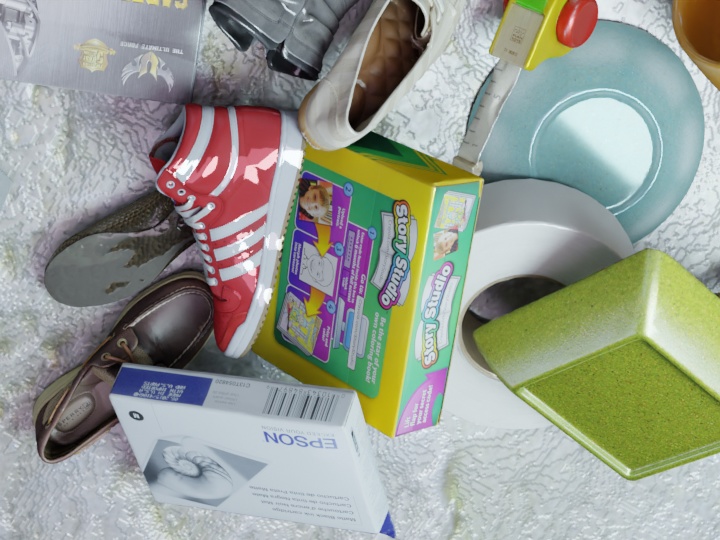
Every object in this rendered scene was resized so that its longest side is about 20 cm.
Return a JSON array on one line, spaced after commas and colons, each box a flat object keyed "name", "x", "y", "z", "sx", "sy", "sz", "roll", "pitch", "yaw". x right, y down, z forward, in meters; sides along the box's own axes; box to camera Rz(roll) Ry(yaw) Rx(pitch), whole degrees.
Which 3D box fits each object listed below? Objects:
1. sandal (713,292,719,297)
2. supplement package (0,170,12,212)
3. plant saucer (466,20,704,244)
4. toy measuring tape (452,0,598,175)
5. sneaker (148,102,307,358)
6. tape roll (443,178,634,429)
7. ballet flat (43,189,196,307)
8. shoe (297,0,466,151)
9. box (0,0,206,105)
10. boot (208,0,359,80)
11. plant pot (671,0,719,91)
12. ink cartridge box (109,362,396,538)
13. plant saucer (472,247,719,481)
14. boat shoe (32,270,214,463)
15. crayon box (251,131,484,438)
[{"name": "sandal", "x": 0.281, "y": 0.055, "z": 1.216, "sx": 0.211, "sy": 0.078, "sz": 0.070, "roll": -14, "pitch": 142, "yaw": -48}, {"name": "supplement package", "x": -0.388, "y": -0.035, "z": 1.108, "sx": 0.200, "sy": 0.151, "sz": 0.152, "roll": -38, "pitch": 110, "yaw": 8}, {"name": "plant saucer", "x": 0.185, "y": -0.098, "z": 1.209, "sx": 0.200, "sy": 0.039, "sz": 0.202, "roll": -2, "pitch": 111, "yaw": -5}, {"name": "toy measuring tape", "x": 0.132, "y": -0.164, "z": 1.157, "sx": 0.073, "sy": 0.074, "sz": 0.201, "roll": 19, "pitch": 102, "yaw": -13}, {"name": "sneaker", "x": -0.115, "y": -0.032, "z": 1.134, "sx": 0.112, "sy": 0.071, "sz": 0.201, "roll": 8, "pitch": 109, "yaw": -17}, {"name": "tape roll", "x": 0.128, "y": 0.029, "z": 1.212, "sx": 0.201, "sy": 0.071, "sz": 0.203, "roll": 0, "pitch": 123, "yaw": 1}, {"name": "ballet flat", "x": -0.165, "y": -0.036, "z": 1.196, "sx": 0.199, "sy": 0.046, "sz": 0.067, "roll": -32, "pitch": 120, "yaw": 12}, {"name": "shoe", "x": 0.029, "y": -0.168, "z": 1.111, "sx": 0.070, "sy": 0.053, "sz": 0.200, "roll": 41, "pitch": 69, "yaw": -19}, {"name": "box", "x": -0.213, "y": -0.216, "z": 1.113, "sx": 0.199, "sy": 0.048, "sz": 0.159, "roll": 8, "pitch": 109, "yaw": -9}, {"name": "boot", "x": -0.071, "y": -0.234, "z": 1.072, "sx": 0.200, "sy": 0.070, "sz": 0.132, "roll": 38, "pitch": 78, "yaw": -28}, {"name": "plant pot", "x": 0.366, "y": -0.176, "z": 1.130, "sx": 0.200, "sy": 0.200, "sz": 0.183, "roll": -42, "pitch": 126, "yaw": 10}, {"name": "ink cartridge box", "x": -0.081, "y": 0.158, "z": 1.195, "sx": 0.198, "sy": 0.041, "sz": 0.201, "roll": 5, "pitch": 140, "yaw": 19}, {"name": "plant saucer", "x": 0.211, "y": 0.088, "z": 1.135, "sx": 0.200, "sy": 0.048, "sz": 0.199, "roll": 38, "pitch": 140, "yaw": -21}, {"name": "boat shoe", "x": -0.189, "y": 0.083, "z": 1.218, "sx": 0.200, "sy": 0.072, "sz": 0.072, "roll": -39, "pitch": 110, "yaw": 9}, {"name": "crayon box", "x": 0.000, "y": 0.000, "z": 1.156, "sx": 0.058, "sy": 0.172, "sz": 0.201, "roll": -12, "pitch": 119, "yaw": -43}]
